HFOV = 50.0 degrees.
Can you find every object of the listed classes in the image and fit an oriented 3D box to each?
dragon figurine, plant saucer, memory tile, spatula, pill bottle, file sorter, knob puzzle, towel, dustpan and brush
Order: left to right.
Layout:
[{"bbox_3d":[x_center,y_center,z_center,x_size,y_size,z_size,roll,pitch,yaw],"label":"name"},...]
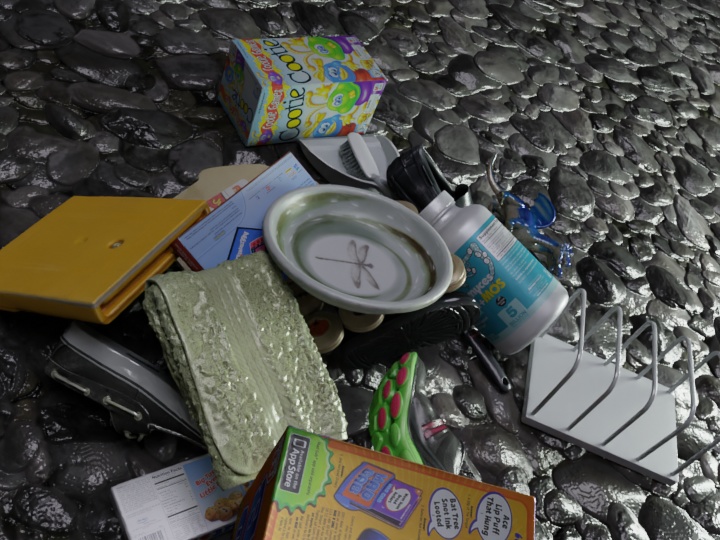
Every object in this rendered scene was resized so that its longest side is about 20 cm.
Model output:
[{"bbox_3d":[-0.099,0.082,0.697,0.148,0.036,0.201,-16,76,-40],"label":"towel"},{"bbox_3d":[-0.125,-0.045,0.919,0.218,0.030,0.221,5,62,-9],"label":"knob puzzle"},{"bbox_3d":[-0.006,-0.013,0.792,0.199,0.050,0.201,13,36,-10],"label":"plant saucer"},{"bbox_3d":[0.000,0.000,0.851,0.199,0.017,0.153,-26,49,-11],"label":"memory tile"},{"bbox_3d":[0.013,-0.130,1.049,0.139,0.057,0.201,-9,58,-30],"label":"dustpan and brush"},{"bbox_3d":[0.122,0.068,0.953,0.056,0.021,0.200,-17,61,-39],"label":"spatula"},{"bbox_3d":[0.147,-0.003,0.937,0.200,0.111,0.111,45,48,3],"label":"pill bottle"},{"bbox_3d":[0.237,-0.076,1.103,0.099,0.059,0.201,4,50,-21],"label":"dragon figurine"},{"bbox_3d":[0.314,0.133,0.911,0.199,0.125,0.139,24,46,-4],"label":"file sorter"}]

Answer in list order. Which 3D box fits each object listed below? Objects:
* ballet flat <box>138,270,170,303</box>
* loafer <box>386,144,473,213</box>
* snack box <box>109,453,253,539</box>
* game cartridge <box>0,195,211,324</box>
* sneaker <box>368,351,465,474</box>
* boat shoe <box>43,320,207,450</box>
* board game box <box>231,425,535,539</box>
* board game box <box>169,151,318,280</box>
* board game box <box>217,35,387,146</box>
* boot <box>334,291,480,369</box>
[{"bbox_3d":[-0.157,0.057,0.763,0.065,0.071,0.200,-29,68,-26],"label":"ballet flat"},{"bbox_3d":[0.119,-0.080,1.010,0.200,0.070,0.068,43,29,-20],"label":"loafer"},{"bbox_3d":[-0.125,0.204,0.723,0.199,0.024,0.072,-13,57,-32],"label":"snack box"},{"bbox_3d":[-0.275,-0.018,0.776,0.199,0.033,0.176,4,37,30],"label":"game cartridge"},{"bbox_3d":[0.062,0.180,0.806,0.084,0.077,0.201,20,47,-31],"label":"sneaker"},{"bbox_3d":[-0.207,0.125,0.733,0.199,0.071,0.064,31,84,7],"label":"boat shoe"},{"bbox_3d":[-0.005,0.269,0.582,0.199,0.200,0.201,18,53,-9],"label":"board game box"},{"bbox_3d":[-0.098,-0.041,0.808,0.103,0.019,0.200,49,44,-6],"label":"board game box"},{"bbox_3d":[-0.082,-0.256,1.087,0.199,0.103,0.105,-14,58,-33],"label":"board game box"},{"bbox_3d":[0.036,-0.003,0.903,0.164,0.066,0.201,-20,51,9],"label":"boot"}]
